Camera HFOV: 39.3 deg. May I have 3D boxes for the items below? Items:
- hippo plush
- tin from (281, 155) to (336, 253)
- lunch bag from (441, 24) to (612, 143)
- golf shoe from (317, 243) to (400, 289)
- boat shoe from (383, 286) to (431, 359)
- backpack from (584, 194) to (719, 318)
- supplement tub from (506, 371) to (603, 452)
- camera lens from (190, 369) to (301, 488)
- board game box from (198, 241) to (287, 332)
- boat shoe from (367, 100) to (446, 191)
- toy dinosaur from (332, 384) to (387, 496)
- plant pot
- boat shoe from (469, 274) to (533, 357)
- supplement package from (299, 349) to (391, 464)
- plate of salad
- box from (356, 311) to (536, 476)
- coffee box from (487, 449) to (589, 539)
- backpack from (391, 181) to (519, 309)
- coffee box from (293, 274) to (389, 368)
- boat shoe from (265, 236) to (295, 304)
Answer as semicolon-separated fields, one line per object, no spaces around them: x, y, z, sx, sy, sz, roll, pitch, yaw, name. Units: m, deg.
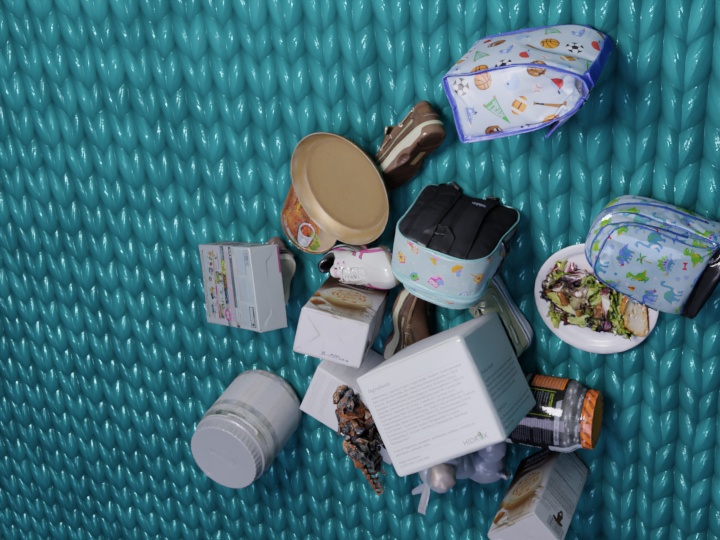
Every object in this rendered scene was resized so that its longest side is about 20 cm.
0.190;0.341;1.790;0.159;0.159;0.203;3;104;-8;hippo plush
-0.068;-0.119;1.732;0.111;0.042;0.201;33;128;11;tin
0.240;-0.263;1.398;0.198;0.170;0.125;-8;118;30;lunch bag
0.000;0.000;1.676;0.200;0.091;0.073;18;130;63;golf shoe
0.098;0.098;1.742;0.075;0.074;0.204;38;142;25;boat shoe
0.429;-0.026;1.477;0.199;0.153;0.164;36;133;17;backpack
0.301;0.237;1.702;0.198;0.123;0.124;7;122;24;supplement tub
-0.218;0.302;1.962;0.158;0.200;0.162;13;124;20;camera lens
-0.212;0.025;1.801;0.199;0.064;0.150;5;103;54;board game box
0.064;-0.196;1.608;0.202;0.074;0.076;-40;61;45;boat shoe
0.012;0.297;1.770;0.135;0.102;0.201;5;137;50;toy dinosaur
-0.029;-0.136;1.640;0.199;0.027;0.202;24;134;27;plant pot
0.215;0.059;1.676;0.200;0.062;0.072;49;128;-6;boat shoe
0.012;0.235;1.852;0.199;0.121;0.120;31;128;8;supplement package
0.371;0.052;1.601;0.198;0.048;0.202;13;125;20;plate of salad
0.139;0.191;1.593;0.198;0.199;0.173;-24;89;26;box
0.310;0.400;1.747;0.080;0.200;0.114;48;128;-6;coffee box
0.137;-0.030;1.565;0.174;0.200;0.155;22;118;13;backpack
-0.028;0.081;1.683;0.113;0.200;0.081;15;107;6;coffee box
-0.168;0.020;1.855;0.201;0.071;0.060;113;142;-48;boat shoe
